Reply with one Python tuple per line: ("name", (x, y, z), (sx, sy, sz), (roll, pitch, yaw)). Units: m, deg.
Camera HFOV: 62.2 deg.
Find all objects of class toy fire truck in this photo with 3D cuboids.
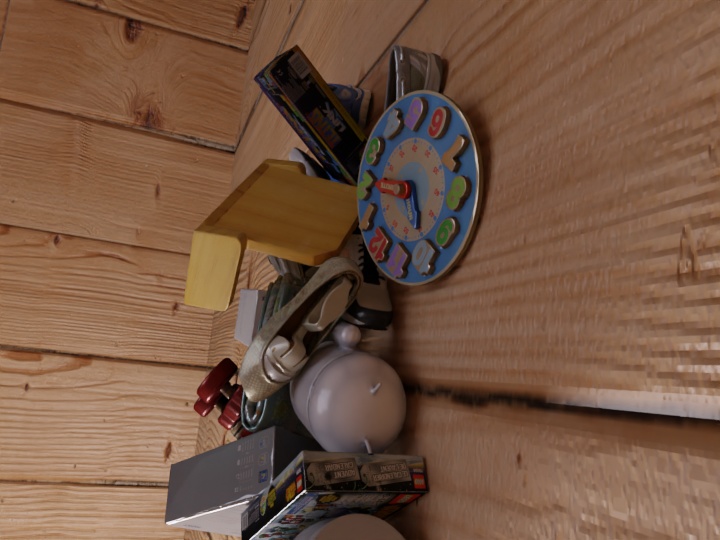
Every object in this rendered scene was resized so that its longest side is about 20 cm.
("toy fire truck", (-0.154, 0.169, 0.899), (0.168, 0.112, 0.201), (-48, -3, -32))

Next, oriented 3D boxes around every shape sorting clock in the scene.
("shape sorting clock", (0.053, -0.086, 0.637), (0.198, 0.038, 0.206), (11, 103, 56))

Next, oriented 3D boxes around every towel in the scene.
("towel", (-0.079, 0.126, 0.804), (0.047, 0.171, 0.205), (-1, 68, 31))

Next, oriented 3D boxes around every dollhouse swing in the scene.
("dollhouse swing", (-0.107, -0.033, 0.815), (0.201, 0.172, 0.184), (-61, -5, -50))

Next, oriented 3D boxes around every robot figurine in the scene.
("robot figurine", (-0.017, 0.147, 0.686), (0.199, 0.110, 0.175), (-177, 83, -71))

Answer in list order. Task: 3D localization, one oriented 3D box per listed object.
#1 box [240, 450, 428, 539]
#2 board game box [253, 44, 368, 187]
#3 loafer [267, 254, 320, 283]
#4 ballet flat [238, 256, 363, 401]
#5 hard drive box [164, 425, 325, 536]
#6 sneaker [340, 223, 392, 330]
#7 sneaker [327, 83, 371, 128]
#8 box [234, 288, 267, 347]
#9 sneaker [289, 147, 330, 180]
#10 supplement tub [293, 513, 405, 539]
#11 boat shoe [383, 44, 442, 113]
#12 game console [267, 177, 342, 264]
("box", (-0.035, 0.248, 0.634), (0.201, 0.134, 0.041), (-54, 36, 44))
("board game box", (-0.062, -0.217, 0.861), (0.057, 0.201, 0.165), (-42, 21, -5))
("loafer", (-0.082, 0.018, 0.931), (0.204, 0.069, 0.070), (62, -163, 7))
("ballet flat", (-0.068, 0.067, 0.677), (0.202, 0.067, 0.062), (-54, 24, -5))
("hard drive box", (-0.127, 0.279, 0.768), (0.197, 0.155, 0.079), (-26, 51, 28))
("sneaker", (0.000, 0.000, 0.766), (0.201, 0.072, 0.081), (-113, 41, -55))
("sneaker", (-0.048, -0.284, 1.003), (0.200, 0.087, 0.081), (-144, 66, -68))
("box", (-0.152, 0.090, 1.086), (0.199, 0.121, 0.101), (176, 102, -71))
("sneaker", (-0.077, -0.110, 0.930), (0.080, 0.070, 0.203), (-40, 58, 18))
("supplement tub", (-0.031, 0.338, 0.596), (0.201, 0.142, 0.148), (121, 151, -46))
("boat shoe", (0.041, -0.165, 0.729), (0.075, 0.063, 0.206), (-113, 36, -57))
("game console", (-0.093, -0.127, 1.036), (0.202, 0.166, 0.120), (-106, 4, -50))
